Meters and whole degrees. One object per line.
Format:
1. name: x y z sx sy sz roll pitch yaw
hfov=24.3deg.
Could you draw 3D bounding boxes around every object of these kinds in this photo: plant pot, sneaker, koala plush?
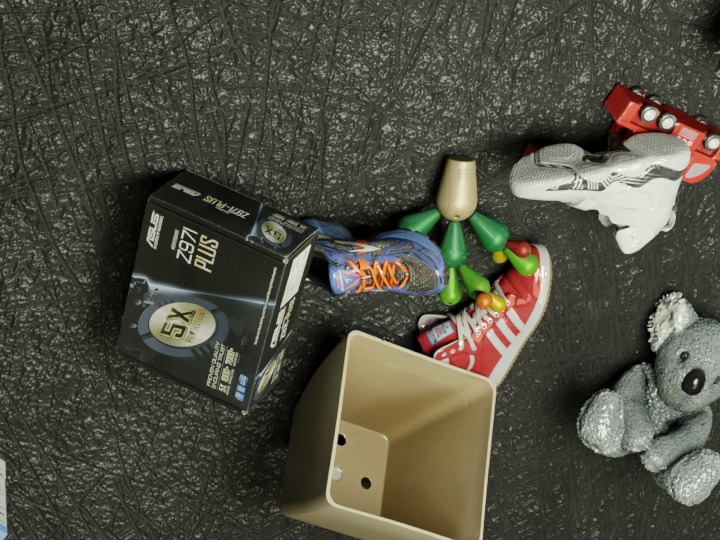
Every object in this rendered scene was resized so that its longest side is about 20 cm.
1. plant pot: 0.014 0.210 1.886 0.199 0.201 0.177 21 151 -26
2. sneaker: 0.135 0.050 1.895 0.112 0.071 0.201 9 122 -23
3. sneaker: 0.000 0.000 1.767 0.199 0.078 0.076 6 122 26
4. sneaker: 0.253 -0.075 1.778 0.199 0.075 0.115 -10 124 -12
5. koala plush: 0.372 0.138 1.967 0.177 0.184 0.201 30 101 5

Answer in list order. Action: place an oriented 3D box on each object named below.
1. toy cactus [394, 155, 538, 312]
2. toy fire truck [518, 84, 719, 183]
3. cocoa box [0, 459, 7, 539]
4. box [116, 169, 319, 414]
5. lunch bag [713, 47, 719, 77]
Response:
1. toy cactus: 0.097 -0.039 1.816 0.199 0.102 0.166 7 107 5
2. toy fire truck: 0.290 -0.125 1.830 0.199 0.049 0.141 20 117 -25
3. cocoa box: -0.503 0.283 1.854 0.200 0.131 0.133 -43 122 15
4. box: -0.151 0.023 1.752 0.163 0.086 0.201 25 121 13
5. lunch bag: 0.477 -0.243 1.717 0.199 0.118 0.165 21 87 -4
